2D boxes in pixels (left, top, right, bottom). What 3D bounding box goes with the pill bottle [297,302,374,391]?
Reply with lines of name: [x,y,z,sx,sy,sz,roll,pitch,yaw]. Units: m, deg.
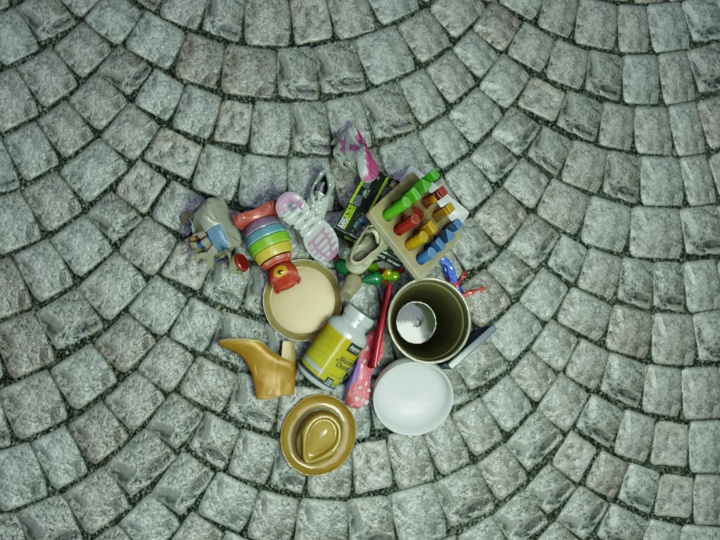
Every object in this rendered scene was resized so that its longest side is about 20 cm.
pill bottle: [-0.055,0.182,1.571,0.111,0.112,0.201,35,92,-4]

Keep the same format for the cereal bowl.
cereal bowl: [0.125,0.298,1.599,0.197,0.083,0.203,-2,109,-5]

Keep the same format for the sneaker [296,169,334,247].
sneaker: [-0.113,-0.157,1.614,0.074,0.081,0.203,14,86,-8]

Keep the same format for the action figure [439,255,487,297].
action figure: [0.253,0.004,1.649,0.098,0.065,0.202,-22,103,-13]

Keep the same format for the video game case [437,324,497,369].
video game case: [0.252,0.189,1.577,0.142,0.200,0.019,-40,86,-8]

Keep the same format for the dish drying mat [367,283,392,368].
dish drying mat: [0.050,0.135,1.563,0.018,0.077,0.203,13,79,-2]

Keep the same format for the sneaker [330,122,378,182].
sneaker: [-0.018,-0.277,1.607,0.088,0.201,0.082,-30,134,9]

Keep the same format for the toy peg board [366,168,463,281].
toy peg board: [0.151,-0.120,1.506,0.200,0.098,0.200,51,52,-6]

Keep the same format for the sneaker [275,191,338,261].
sneaker: [-0.126,-0.112,1.556,0.080,0.089,0.201,-38,110,2]

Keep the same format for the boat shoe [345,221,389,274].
boat shoe: [0.036,-0.080,1.510,0.072,0.065,0.201,37,69,7]

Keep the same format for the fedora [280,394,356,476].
fedora: [-0.101,0.406,1.578,0.197,0.082,0.204,0,86,-6]

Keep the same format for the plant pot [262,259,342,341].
plant pot: [-0.144,0.074,1.622,0.197,0.027,0.203,0,87,-8]

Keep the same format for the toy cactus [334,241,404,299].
toy cactus: [0.000,0.000,1.591,0.198,0.103,0.166,27,49,2]

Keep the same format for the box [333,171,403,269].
box: [0.059,-0.132,1.595,0.191,0.048,0.202,25,66,5]

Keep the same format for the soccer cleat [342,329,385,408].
soccer cleat: [0.005,0.243,1.614,0.066,0.076,0.203,27,66,-30]

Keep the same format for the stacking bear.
stacking bear: [-0.212,-0.047,1.565,0.120,0.114,0.202,-23,81,-8]

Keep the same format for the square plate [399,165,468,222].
square plate: [0.147,-0.131,1.670,0.197,0.028,0.201,38,83,-3]

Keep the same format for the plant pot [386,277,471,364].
plant pot: [0.152,0.124,1.580,0.197,0.174,0.203,1,84,-5]

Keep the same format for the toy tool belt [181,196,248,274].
toy tool belt: [-0.357,-0.069,1.572,0.122,0.125,0.202,-25,86,23]

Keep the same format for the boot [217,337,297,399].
boot: [-0.252,0.239,1.574,0.198,0.071,0.146,6,83,-12]
